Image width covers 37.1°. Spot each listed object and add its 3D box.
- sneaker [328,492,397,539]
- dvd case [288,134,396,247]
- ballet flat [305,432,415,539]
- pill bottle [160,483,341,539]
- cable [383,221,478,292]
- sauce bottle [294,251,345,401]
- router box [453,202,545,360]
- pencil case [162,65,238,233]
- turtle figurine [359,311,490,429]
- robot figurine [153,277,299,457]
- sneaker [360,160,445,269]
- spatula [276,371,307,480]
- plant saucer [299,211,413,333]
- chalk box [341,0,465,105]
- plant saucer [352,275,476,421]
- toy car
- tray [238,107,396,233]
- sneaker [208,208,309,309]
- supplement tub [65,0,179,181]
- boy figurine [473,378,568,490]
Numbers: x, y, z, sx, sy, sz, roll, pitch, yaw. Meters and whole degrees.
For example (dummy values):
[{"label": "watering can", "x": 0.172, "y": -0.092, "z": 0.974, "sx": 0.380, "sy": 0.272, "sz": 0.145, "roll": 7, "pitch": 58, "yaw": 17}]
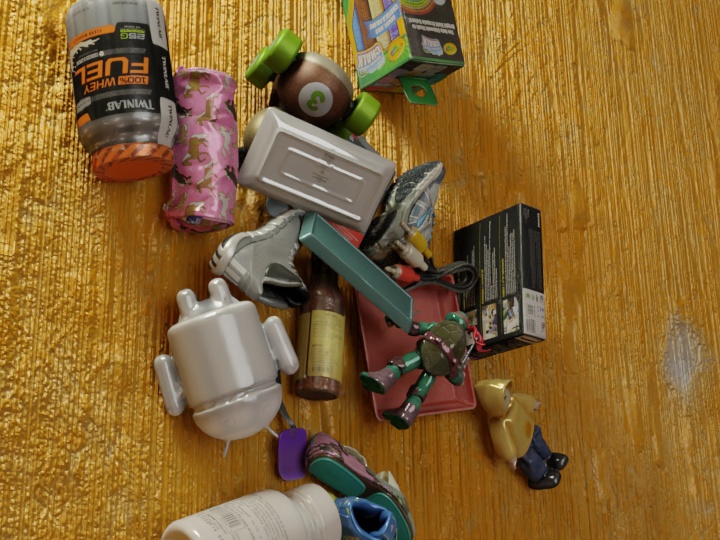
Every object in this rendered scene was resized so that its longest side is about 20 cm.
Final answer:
[{"label": "sneaker", "x": 0.021, "y": 0.358, "z": 1.359, "sx": 0.200, "sy": 0.104, "sz": 0.076, "roll": 45, "pitch": 52, "yaw": -20}, {"label": "dvd case", "x": -0.035, "y": -0.117, "z": 1.526, "sx": 0.146, "sy": 0.022, "sz": 0.202, "roll": 43, "pitch": 54, "yaw": -22}, {"label": "ballet flat", "x": 0.005, "y": 0.280, "z": 1.407, "sx": 0.200, "sy": 0.069, "sz": 0.072, "roll": 44, "pitch": 30, "yaw": -21}, {"label": "pill bottle", "x": -0.122, "y": 0.319, "z": 1.243, "sx": 0.198, "sy": 0.114, "sz": 0.116, "roll": -12, "pitch": 83, "yaw": -42}, {"label": "cable", "x": 0.101, "y": 0.007, "z": 1.528, "sx": 0.198, "sy": 0.050, "sz": 0.099, "roll": 26, "pitch": 84, "yaw": -39}, {"label": "sauce bottle", "x": -0.050, "y": 0.068, "z": 1.421, "sx": 0.065, "sy": 0.066, "sz": 0.204, "roll": 19, "pitch": 66, "yaw": -34}, {"label": "router box", "x": 0.205, "y": 0.018, "z": 1.601, "sx": 0.050, "sy": 0.148, "sz": 0.204, "roll": 16, "pitch": 66, "yaw": -35}, {"label": "pencil case", "x": -0.198, "y": -0.150, "z": 1.337, "sx": 0.086, "sy": 0.082, "sz": 0.204, "roll": 13, "pitch": 76, "yaw": -59}, {"label": "turtle figurine", "x": 0.091, "y": 0.112, "z": 1.462, "sx": 0.150, "sy": 0.101, "sz": 0.200, "roll": 47, "pitch": 60, "yaw": -4}, {"label": "robot figurine", "x": -0.160, "y": 0.113, "z": 1.278, "sx": 0.167, "sy": 0.113, "sz": 0.203, "roll": -18, "pitch": 87, "yaw": -2}, {"label": "sneaker", "x": 0.074, "y": -0.077, "z": 1.580, "sx": 0.087, "sy": 0.077, "sz": 0.201, "roll": 49, "pitch": 59, "yaw": -25}, {"label": "spatula", "x": -0.101, "y": 0.166, "z": 1.373, "sx": 0.056, "sy": 0.020, "sz": 0.204, "roll": 1, "pitch": 72, "yaw": -53}, {"label": "plant saucer", "x": 0.000, "y": 0.000, "z": 1.412, "sx": 0.200, "sy": 0.019, "sz": 0.070, "roll": 42, "pitch": 27, "yaw": -19}, {"label": "chalk box", "x": 0.068, "y": -0.342, "z": 1.621, "sx": 0.123, "sy": 0.123, "sz": 0.204, "roll": -3, "pitch": 78, "yaw": -42}, {"label": "plant saucer", "x": 0.070, "y": 0.108, "z": 1.531, "sx": 0.198, "sy": 0.036, "sz": 0.203, "roll": 0, "pitch": 76, "yaw": -42}, {"label": "toy car", "x": -0.100, "y": -0.180, "z": 1.416, "sx": 0.163, "sy": 0.157, "sz": 0.202, "roll": 35, "pitch": 72, "yaw": -16}, {"label": "tray", "x": -0.053, "y": -0.124, "z": 1.389, "sx": 0.198, "sy": 0.022, "sz": 0.109, "roll": 21, "pitch": 103, "yaw": -26}, {"label": "sneaker", "x": -0.096, "y": -0.004, "z": 1.362, "sx": 0.115, "sy": 0.075, "sz": 0.199, "roll": 42, "pitch": 35, "yaw": 13}, {"label": "supplement tub", "x": -0.282, "y": -0.217, "z": 1.277, "sx": 0.121, "sy": 0.122, "sz": 0.204, "roll": -1, "pitch": 77, "yaw": -40}, {"label": "boy figurine", "x": 0.238, "y": 0.231, "z": 1.606, "sx": 0.201, "sy": 0.064, "sz": 0.125, "roll": 57, "pitch": 48, "yaw": -23}]
